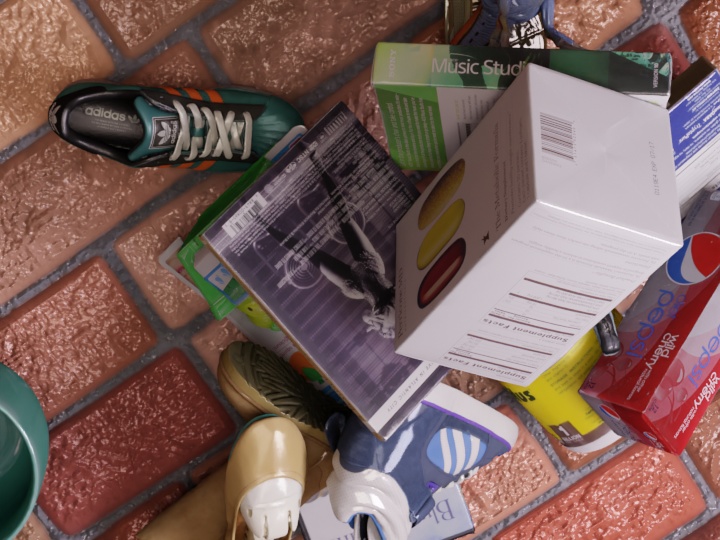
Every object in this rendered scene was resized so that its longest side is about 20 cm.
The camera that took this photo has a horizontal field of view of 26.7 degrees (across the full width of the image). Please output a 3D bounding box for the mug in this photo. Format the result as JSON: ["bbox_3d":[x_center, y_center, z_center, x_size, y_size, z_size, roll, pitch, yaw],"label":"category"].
[{"bbox_3d":[-0.338,0.145,1.199,0.183,0.115,0.153,-13,107,0],"label":"mug"}]

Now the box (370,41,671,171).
[{"bbox_3d":[0.113,-0.110,1.062,0.198,0.145,0.037,2,70,7],"label":"box"}]

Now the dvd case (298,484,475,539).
[{"bbox_3d":[0.000,0.157,1.279,0.141,0.018,0.202,-20,106,0],"label":"dvd case"}]

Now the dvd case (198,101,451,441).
[{"bbox_3d":[0.000,0.000,1.101,0.149,0.016,0.200,-45,101,-20],"label":"dvd case"}]

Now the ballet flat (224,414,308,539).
[{"bbox_3d":[-0.071,0.196,1.168,0.068,0.063,0.201,-9,136,-20],"label":"ballet flat"}]

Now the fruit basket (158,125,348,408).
[{"bbox_3d":[-0.035,0.011,1.170,0.200,0.094,0.185,46,124,-8],"label":"fruit basket"}]

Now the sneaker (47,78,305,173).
[{"bbox_3d":[-0.140,-0.106,1.163,0.198,0.080,0.072,3,105,-6],"label":"sneaker"}]

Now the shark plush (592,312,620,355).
[{"bbox_3d":[0.168,-0.036,1.153,0.091,0.201,0.083,-41,147,21],"label":"shark plush"}]

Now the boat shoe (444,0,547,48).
[{"bbox_3d":[0.097,-0.204,1.175,0.073,0.063,0.202,-16,113,-14],"label":"boat shoe"}]

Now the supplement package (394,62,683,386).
[{"bbox_3d":[0.112,-0.023,1.018,0.109,0.115,0.200,15,143,-19],"label":"supplement package"}]

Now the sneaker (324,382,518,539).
[{"bbox_3d":[0.042,0.160,1.199,0.080,0.200,0.147,24,85,33],"label":"sneaker"}]

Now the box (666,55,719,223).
[{"bbox_3d":[0.277,-0.062,1.215,0.121,0.032,0.200,-40,124,6],"label":"box"}]

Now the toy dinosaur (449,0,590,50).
[{"bbox_3d":[0.128,-0.207,1.123,0.181,0.201,0.105,-31,137,32],"label":"toy dinosaur"}]

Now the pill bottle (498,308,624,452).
[{"bbox_3d":[0.142,0.044,1.213,0.109,0.109,0.200,-43,104,7],"label":"pill bottle"}]

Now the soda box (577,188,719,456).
[{"bbox_3d":[0.253,0.037,1.156,0.063,0.070,0.201,46,71,-36],"label":"soda box"}]

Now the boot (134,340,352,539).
[{"bbox_3d":[-0.107,0.165,1.212,0.200,0.066,0.175,-40,123,19],"label":"boot"}]
